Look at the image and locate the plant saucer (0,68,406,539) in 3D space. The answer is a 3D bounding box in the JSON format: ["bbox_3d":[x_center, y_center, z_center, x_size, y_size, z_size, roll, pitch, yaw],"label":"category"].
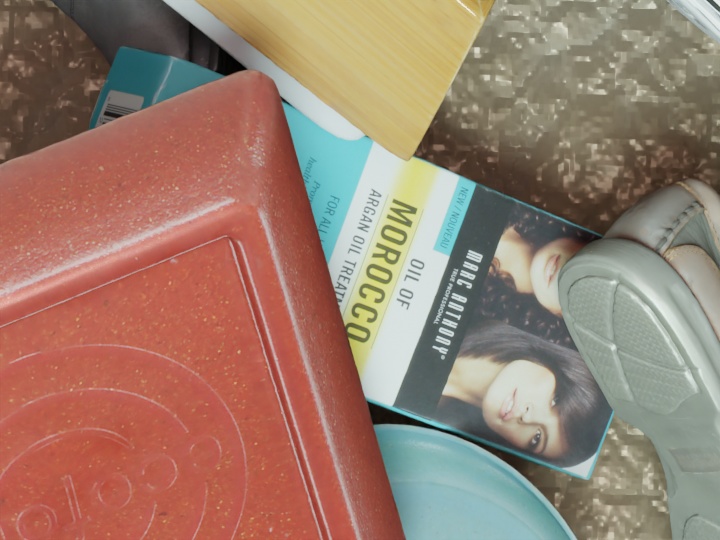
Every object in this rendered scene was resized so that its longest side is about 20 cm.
[{"bbox_3d":[-0.089,0.065,0.767,0.200,0.037,0.200,-22,124,-11],"label":"plant saucer"}]

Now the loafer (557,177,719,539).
[{"bbox_3d":[0.136,0.061,0.879,0.063,0.072,0.200,-43,117,-30],"label":"loafer"}]

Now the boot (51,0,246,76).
[{"bbox_3d":[-0.108,-0.105,0.898,0.132,0.070,0.200,-4,85,6],"label":"boot"}]

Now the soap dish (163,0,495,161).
[{"bbox_3d":[-0.001,-0.154,0.829,0.157,0.081,0.200,39,49,-14],"label":"soap dish"}]

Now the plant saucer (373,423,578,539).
[{"bbox_3d":[0.009,0.152,0.861,0.200,0.027,0.200,-9,74,36],"label":"plant saucer"}]

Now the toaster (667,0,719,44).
[{"bbox_3d":[0.105,-0.153,0.747,0.200,0.114,0.129,41,97,-18],"label":"toaster"}]

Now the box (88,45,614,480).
[{"bbox_3d":[0.000,0.000,0.859,0.200,0.049,0.082,21,89,-27],"label":"box"}]
